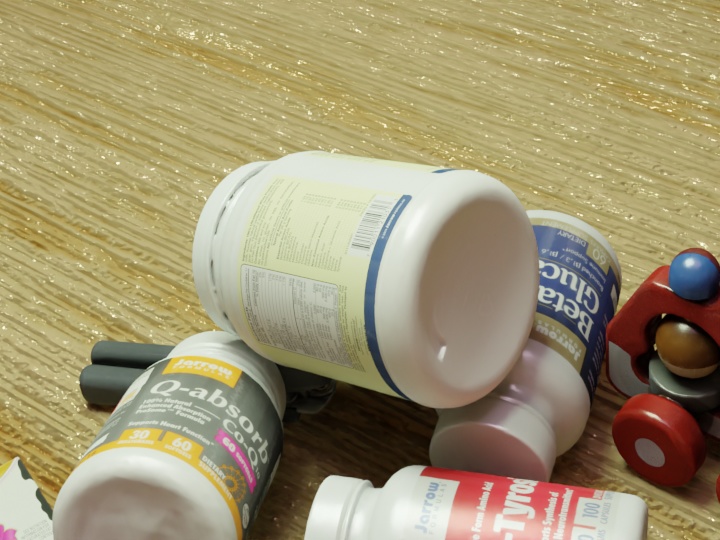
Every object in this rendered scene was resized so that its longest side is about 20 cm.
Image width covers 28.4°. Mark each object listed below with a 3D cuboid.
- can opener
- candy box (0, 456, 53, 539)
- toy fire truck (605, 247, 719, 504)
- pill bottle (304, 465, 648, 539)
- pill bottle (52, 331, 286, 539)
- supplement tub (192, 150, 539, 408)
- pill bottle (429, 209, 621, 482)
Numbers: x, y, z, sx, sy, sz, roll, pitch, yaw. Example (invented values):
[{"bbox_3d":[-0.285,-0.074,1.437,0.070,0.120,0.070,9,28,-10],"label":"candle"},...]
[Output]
[{"bbox_3d":[-0.113,0.069,1.045,0.197,0.068,0.054,4,42,12],"label":"can opener"},{"bbox_3d":[-0.229,0.226,0.894,0.135,0.062,0.200,-28,45,-21],"label":"candy box"},{"bbox_3d":[0.249,0.065,0.918,0.199,0.170,0.112,27,51,33],"label":"toy fire truck"},{"bbox_3d":[0.070,0.180,0.861,0.197,0.113,0.113,6,43,15],"label":"pill bottle"},{"bbox_3d":[-0.114,0.123,0.919,0.114,0.118,0.200,1,23,10],"label":"pill bottle"},{"bbox_3d":[0.000,0.000,0.918,0.198,0.146,0.145,11,43,42],"label":"supplement tub"},{"bbox_3d":[0.112,0.061,0.987,0.109,0.112,0.201,8,44,17],"label":"pill bottle"}]
